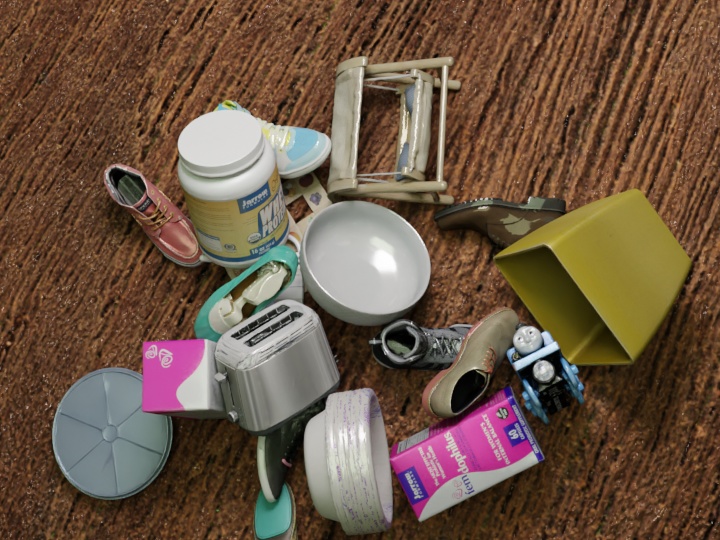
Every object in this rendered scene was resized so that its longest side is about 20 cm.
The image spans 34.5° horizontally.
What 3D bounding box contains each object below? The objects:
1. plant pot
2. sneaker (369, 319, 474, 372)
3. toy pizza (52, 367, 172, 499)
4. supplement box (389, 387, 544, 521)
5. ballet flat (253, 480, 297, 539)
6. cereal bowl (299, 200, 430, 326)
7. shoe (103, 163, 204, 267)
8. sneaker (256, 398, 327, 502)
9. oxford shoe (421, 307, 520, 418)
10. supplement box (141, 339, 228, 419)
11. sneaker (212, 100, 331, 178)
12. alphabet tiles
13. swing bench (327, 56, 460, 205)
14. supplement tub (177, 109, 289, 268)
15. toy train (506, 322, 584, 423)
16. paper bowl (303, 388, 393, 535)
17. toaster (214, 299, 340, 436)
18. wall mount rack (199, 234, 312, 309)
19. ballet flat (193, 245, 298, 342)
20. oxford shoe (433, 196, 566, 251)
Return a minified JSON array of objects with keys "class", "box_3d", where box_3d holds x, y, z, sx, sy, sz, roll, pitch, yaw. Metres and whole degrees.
[{"class":"plant pot","box_3d":[0.339,0.000,1.626,0.176,0.200,0.201,-39,96,-15]},{"class":"sneaker","box_3d":[0.108,0.113,1.698,0.197,0.114,0.077,-1,81,9]},{"class":"toy pizza","box_3d":[-0.384,0.253,1.804,0.197,0.032,0.203,-2,82,11]},{"class":"supplement box","box_3d":[0.151,0.262,1.661,0.198,0.103,0.102,-28,89,6]},{"class":"ballet flat","box_3d":[-0.119,0.406,1.710,0.070,0.071,0.202,-15,49,7]},{"class":"cereal bowl","box_3d":[0.000,0.000,1.728,0.197,0.084,0.202,9,55,-14]},{"class":"shoe","box_3d":[-0.322,-0.085,1.814,0.071,0.091,0.200,-45,77,1]},{"class":"sneaker","box_3d":[-0.095,0.244,1.726,0.098,0.071,0.203,0,70,13]},{"class":"oxford shoe","box_3d":[0.174,0.136,1.649,0.070,0.075,0.201,46,71,-21]},{"class":"supplement box","box_3d":[-0.241,0.163,1.706,0.100,0.200,0.105,-3,81,9]},{"class":"sneaker","box_3d":[-0.151,-0.203,1.755,0.198,0.131,0.080,-1,61,29]},{"class":"alphabet tiles","box_3d":[-0.120,-0.041,1.816,0.199,0.008,0.168,-33,78,4]},{"class":"swing bench","box_3d":[0.044,-0.209,1.751,0.197,0.130,0.202,2,82,10]},{"class":"supplement tub","box_3d":[-0.187,-0.118,1.701,0.143,0.201,0.146,-5,46,5]},{"class":"toy train","box_3d":[0.254,0.141,1.630,0.086,0.200,0.115,-29,67,5]},{"class":"paper bowl","box_3d":[-0.018,0.274,1.650,0.103,0.201,0.203,-10,80,7]},{"class":"toaster","box_3d":[-0.115,0.132,1.657,0.199,0.131,0.113,-30,31,-26]},{"class":"wall mount rack","box_3d":[-0.153,0.040,1.768,0.171,0.075,0.203,-3,80,12]},{"class":"ballet flat","box_3d":[-0.170,0.042,1.691,0.200,0.070,0.067,-43,106,6]},{"class":"oxford shoe","box_3d":[0.206,-0.064,1.731,0.197,0.073,0.086,1,83,10]}]
